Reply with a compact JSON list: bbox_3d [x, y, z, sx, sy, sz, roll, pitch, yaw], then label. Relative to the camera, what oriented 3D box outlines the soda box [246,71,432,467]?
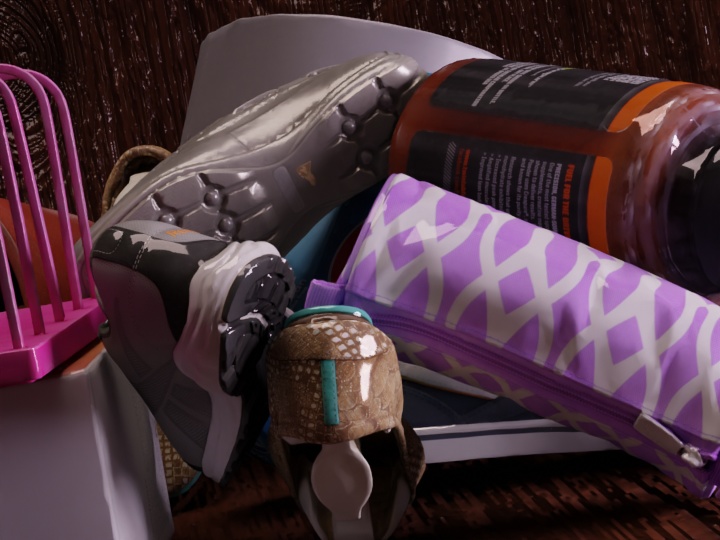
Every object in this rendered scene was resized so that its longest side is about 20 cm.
[{"bbox_3d":[0.000,0.000,1.445,0.068,0.064,0.200,16,68,52],"label":"soda box"}]

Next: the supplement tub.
[{"bbox_3d":[0.112,-0.036,1.343,0.107,0.108,0.199,-14,18,-41],"label":"supplement tub"}]

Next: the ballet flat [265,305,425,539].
[{"bbox_3d":[-0.009,0.082,1.273,0.070,0.066,0.200,-5,-24,6],"label":"ballet flat"}]

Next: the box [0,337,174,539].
[{"bbox_3d":[-0.170,0.094,1.301,0.151,0.107,0.200,-10,5,2],"label":"box"}]

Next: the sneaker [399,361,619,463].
[{"bbox_3d":[0.091,0.047,1.401,0.199,0.080,0.078,-3,2,-14],"label":"sneaker"}]

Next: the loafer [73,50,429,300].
[{"bbox_3d":[-0.053,-0.039,1.400,0.199,0.070,0.070,-30,18,-19],"label":"loafer"}]

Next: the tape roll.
[{"bbox_3d":[0.005,-0.073,1.604,0.199,0.067,0.200,11,-14,3],"label":"tape roll"}]

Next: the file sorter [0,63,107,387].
[{"bbox_3d":[-0.194,-0.017,1.249,0.138,0.126,0.200,-10,5,5],"label":"file sorter"}]

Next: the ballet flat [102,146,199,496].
[{"bbox_3d":[-0.111,0.020,1.519,0.070,0.201,0.065,-14,-38,10],"label":"ballet flat"}]

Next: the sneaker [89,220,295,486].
[{"bbox_3d":[-0.071,0.029,1.263,0.079,0.074,0.200,23,-21,11],"label":"sneaker"}]

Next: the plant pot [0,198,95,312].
[{"bbox_3d":[-0.214,0.039,1.609,0.200,0.202,0.195,-8,-2,22],"label":"plant pot"}]

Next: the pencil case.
[{"bbox_3d":[0.081,0.031,1.266,0.199,0.084,0.086,22,45,10],"label":"pencil case"}]
